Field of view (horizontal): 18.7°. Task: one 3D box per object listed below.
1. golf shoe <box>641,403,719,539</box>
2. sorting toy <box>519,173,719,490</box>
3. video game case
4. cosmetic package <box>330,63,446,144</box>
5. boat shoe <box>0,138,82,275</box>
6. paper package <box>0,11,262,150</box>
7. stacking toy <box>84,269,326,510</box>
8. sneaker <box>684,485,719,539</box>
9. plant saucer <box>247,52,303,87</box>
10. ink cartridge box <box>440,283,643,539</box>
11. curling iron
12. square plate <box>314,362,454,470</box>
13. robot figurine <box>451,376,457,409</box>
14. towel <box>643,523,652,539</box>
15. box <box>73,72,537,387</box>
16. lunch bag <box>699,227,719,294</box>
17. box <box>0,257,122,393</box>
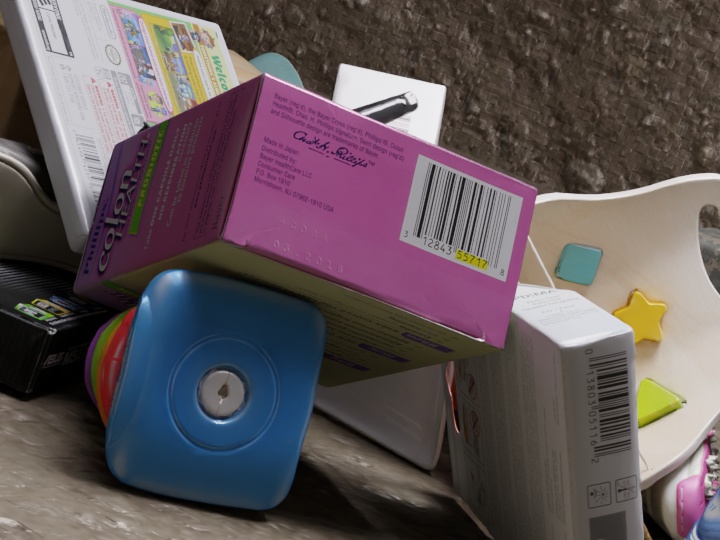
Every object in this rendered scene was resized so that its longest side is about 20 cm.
[{"bbox_3d":[0.196,0.140,1.468,0.091,0.075,0.200,-2,9,7],"label":"golf shoe"},{"bbox_3d":[0.188,0.028,1.430,0.200,0.180,0.107,63,0,8],"label":"sorting toy"},{"bbox_3d":[-0.132,-0.088,1.377,0.182,0.022,0.200,10,52,-46],"label":"video game case"},{"bbox_3d":[0.003,-0.052,1.626,0.085,0.108,0.200,12,-28,-3],"label":"cosmetic package"},{"bbox_3d":[-0.198,-0.040,1.339,0.200,0.067,0.057,25,21,-33],"label":"boat shoe"},{"bbox_3d":[-0.179,-0.077,1.513,0.200,0.191,0.103,12,11,-32],"label":"paper package"},{"bbox_3d":[-0.109,0.055,1.205,0.110,0.116,0.200,14,-1,-24],"label":"stacking toy"},{"bbox_3d":[0.281,0.178,1.296,0.200,0.089,0.079,27,12,37],"label":"sneaker"},{"bbox_3d":[-0.092,-0.063,1.609,0.036,0.200,0.200,6,14,-26],"label":"plant saucer"},{"bbox_3d":[0.097,0.084,1.230,0.047,0.160,0.200,-11,18,-15],"label":"ink cartridge box"},{"bbox_3d":[-0.053,-0.081,1.333,0.200,0.050,0.026,-14,15,-22],"label":"curling iron"},{"bbox_3d":[0.000,0.000,1.409,0.200,0.198,0.028,26,23,37],"label":"square plate"},{"bbox_3d":[0.051,0.043,1.533,0.200,0.117,0.144,0,65,-67],"label":"robot figurine"},{"bbox_3d":[0.117,0.103,1.337,0.147,0.022,0.200,63,-8,-22],"label":"towel"},{"bbox_3d":[-0.034,-0.016,1.219,0.176,0.097,0.200,21,-19,-25],"label":"box"},{"bbox_3d":[0.453,0.020,2.590,0.164,0.118,0.200,24,14,34],"label":"lunch bag"},{"bbox_3d":[-0.240,0.010,1.316,0.193,0.048,0.200,24,8,11],"label":"box"}]
